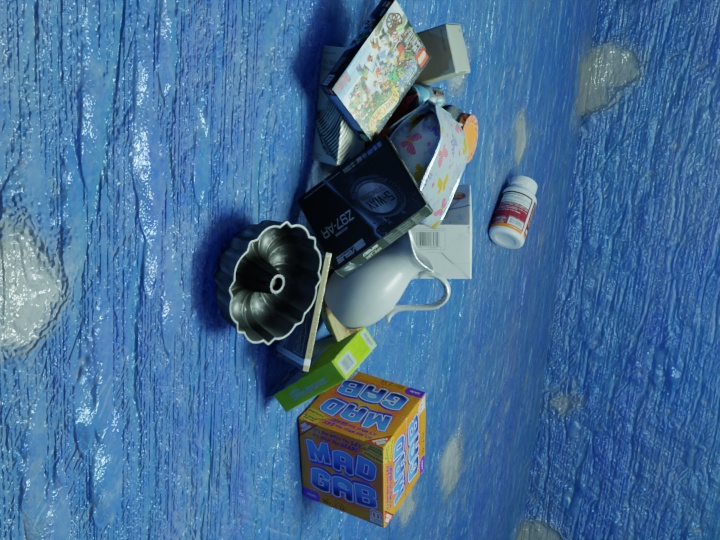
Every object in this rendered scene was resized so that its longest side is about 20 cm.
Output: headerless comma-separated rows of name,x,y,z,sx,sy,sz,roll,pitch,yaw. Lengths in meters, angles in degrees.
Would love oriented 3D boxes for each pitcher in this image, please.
pitcher,0.048,0.033,1.577,0.173,0.199,0.121,52,12,-6

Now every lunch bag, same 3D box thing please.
lunch bag,0.114,-0.199,1.624,0.204,0.126,0.169,-64,155,5

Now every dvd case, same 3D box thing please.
dvd case,-0.103,0.063,1.542,0.016,0.148,0.205,10,91,-25

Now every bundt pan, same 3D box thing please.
bundt pan,-0.157,0.010,1.420,0.200,0.075,0.207,-24,124,-40

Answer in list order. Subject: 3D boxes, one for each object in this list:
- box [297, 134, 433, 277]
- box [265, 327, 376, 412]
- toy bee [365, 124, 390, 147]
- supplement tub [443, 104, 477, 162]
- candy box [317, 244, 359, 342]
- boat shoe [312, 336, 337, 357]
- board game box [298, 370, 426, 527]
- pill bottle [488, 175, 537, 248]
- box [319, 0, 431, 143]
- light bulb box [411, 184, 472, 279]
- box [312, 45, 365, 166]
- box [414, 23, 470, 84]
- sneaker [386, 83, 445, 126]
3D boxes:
box,0.006,-0.112,1.529,0.198,0.162,0.043,-34,156,11
box,-0.072,0.184,1.591,0.048,0.199,0.122,53,40,-5
toy bee,0.001,-0.188,1.688,0.130,0.109,0.202,36,89,-22
supplement tub,0.134,-0.282,1.797,0.122,0.196,0.125,-39,135,-53
candy box,-0.033,0.031,1.678,0.114,0.055,0.203,-32,132,-14
boat shoe,-0.043,0.162,1.768,0.201,0.072,0.065,-27,118,-64
board game box,0.008,0.360,1.817,0.200,0.196,0.204,-41,137,-50
pill bottle,0.467,-0.178,2.652,0.203,0.111,0.113,-67,153,-21
box,0.029,-0.346,1.524,0.202,0.037,0.137,-56,132,-14
light bulb box,0.137,-0.084,1.837,0.201,0.193,0.127,-79,168,-60
box,-0.031,-0.292,1.567,0.067,0.081,0.205,-4,105,-40
box,0.099,-0.392,1.654,0.077,0.196,0.097,-24,100,-59
sneaker,0.098,-0.300,1.679,0.093,0.199,0.081,-11,90,-24
